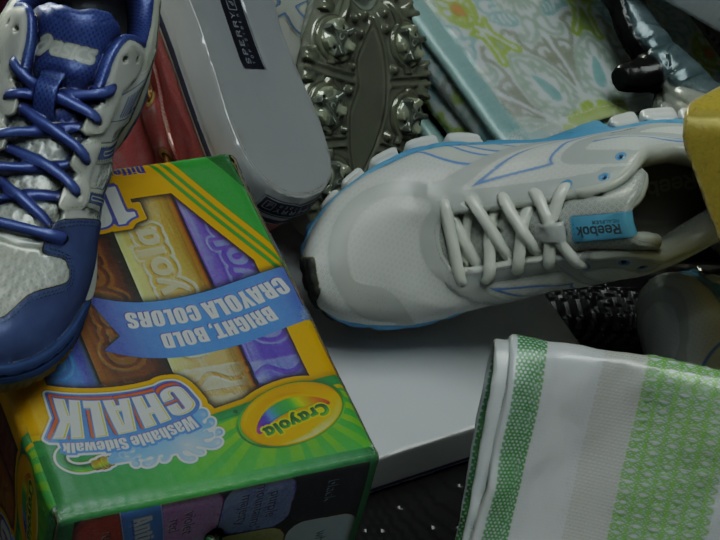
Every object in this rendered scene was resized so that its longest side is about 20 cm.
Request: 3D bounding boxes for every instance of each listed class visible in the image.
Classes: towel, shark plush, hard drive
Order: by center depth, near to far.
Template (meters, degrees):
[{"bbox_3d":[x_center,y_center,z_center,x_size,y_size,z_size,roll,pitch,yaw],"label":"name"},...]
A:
[{"bbox_3d":[0.134,0.113,0.978,0.200,0.149,0.031,11,8,2],"label":"towel"},{"bbox_3d":[0.000,0.000,1.123,0.132,0.025,0.200,-16,54,-27],"label":"hard drive"},{"bbox_3d":[0.168,-0.043,1.170,0.200,0.091,0.083,42,34,14],"label":"shark plush"},{"bbox_3d":[0.064,-0.125,1.205,0.171,0.048,0.200,-20,69,-44],"label":"towel"}]

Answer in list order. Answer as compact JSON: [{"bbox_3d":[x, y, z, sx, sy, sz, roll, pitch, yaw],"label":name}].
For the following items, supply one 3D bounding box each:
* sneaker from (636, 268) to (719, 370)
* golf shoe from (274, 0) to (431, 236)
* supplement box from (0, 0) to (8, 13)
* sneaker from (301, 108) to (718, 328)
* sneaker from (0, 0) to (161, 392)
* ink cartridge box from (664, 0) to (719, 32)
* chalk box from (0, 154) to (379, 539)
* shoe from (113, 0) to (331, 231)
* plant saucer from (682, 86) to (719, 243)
[{"bbox_3d":[0.133,0.081,1.058,0.087,0.075,0.200,-5,50,-13],"label":"sneaker"},{"bbox_3d":[-0.026,-0.108,1.128,0.078,0.097,0.200,8,81,-47],"label":"golf shoe"},{"bbox_3d":[-0.202,-0.183,1.174,0.086,0.110,0.200,-6,51,-20],"label":"supplement box"},{"bbox_3d":[0.075,-0.023,1.053,0.200,0.075,0.087,-16,10,-11],"label":"sneaker"},{"bbox_3d":[-0.117,-0.050,0.924,0.075,0.088,0.200,14,48,-6],"label":"sneaker"},{"bbox_3d":[0.186,-0.156,1.237,0.200,0.047,0.160,26,27,-18],"label":"ink cartridge box"},{"bbox_3d":[-0.078,0.074,0.965,0.124,0.125,0.200,-9,50,-22],"label":"chalk box"},{"bbox_3d":[-0.081,-0.097,1.082,0.071,0.091,0.200,3,62,-45],"label":"shoe"},{"bbox_3d":[0.223,0.000,1.051,0.200,0.048,0.200,-28,99,-53],"label":"plant saucer"}]
